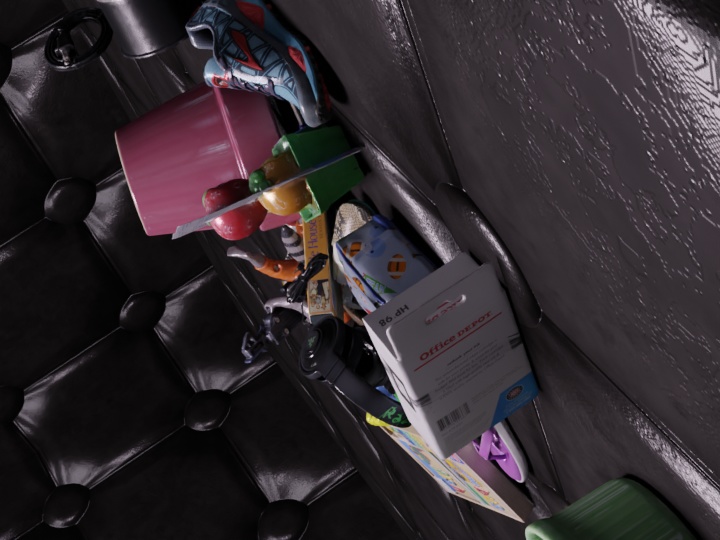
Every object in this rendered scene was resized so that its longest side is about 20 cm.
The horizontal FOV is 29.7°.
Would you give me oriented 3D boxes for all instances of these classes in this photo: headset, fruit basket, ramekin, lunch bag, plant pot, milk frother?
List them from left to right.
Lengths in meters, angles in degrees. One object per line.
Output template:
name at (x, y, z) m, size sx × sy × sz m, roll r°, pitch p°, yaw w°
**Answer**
milk frother at (-0.317, -0.347, 1.612) m, size 0.188 × 0.200 × 0.181 m, roll 62°, pitch 173°, yaw -32°
plant pot at (-0.180, -0.127, 1.574) m, size 0.200 × 0.178 × 0.201 m, roll 162°, pitch 90°, yaw -86°
fruit basket at (-0.103, -0.085, 1.404) m, size 0.185 × 0.199 × 0.094 m, roll 167°, pitch 84°, yaw -81°
headset at (-0.007, 0.072, 1.360) m, size 0.200 × 0.094 × 0.123 m, roll 44°, pitch -166°, yaw 31°
lunch bag at (0.056, 0.041, 1.398) m, size 0.200 × 0.075 × 0.160 m, roll 50°, pitch 172°, yaw 30°
ramekin at (0.239, 0.275, 1.161) m, size 0.200 × 0.098 × 0.200 m, roll 54°, pitch 171°, yaw 13°

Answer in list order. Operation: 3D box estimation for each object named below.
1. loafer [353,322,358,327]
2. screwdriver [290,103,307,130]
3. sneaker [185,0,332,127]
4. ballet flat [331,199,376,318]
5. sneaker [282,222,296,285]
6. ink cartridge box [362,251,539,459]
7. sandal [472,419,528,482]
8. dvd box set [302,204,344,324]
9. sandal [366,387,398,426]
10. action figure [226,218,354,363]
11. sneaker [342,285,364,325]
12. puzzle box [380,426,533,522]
loafer at (0.010, 0.064, 1.779) m, size 0.071 × 0.073 × 0.200 m, roll 26°, pitch -162°, yaw -44°
screwdriver at (-0.064, -0.167, 1.454) m, size 0.029 × 0.028 × 0.200 m, roll 18°, pitch 153°, yaw 22°
sneaker at (-0.102, -0.195, 1.326) m, size 0.200 × 0.095 × 0.079 m, roll 51°, pitch 170°, yaw 33°
ballet flat at (0.000, 0.000, 1.532) m, size 0.068 × 0.075 × 0.200 m, roll 24°, pitch 159°, yaw 19°
sneaker at (-0.070, -0.006, 1.870) m, size 0.078 × 0.082 × 0.200 m, roll 49°, pitch 168°, yaw 39°
ink cartridge box at (0.079, 0.066, 1.223) m, size 0.067 × 0.116 × 0.200 m, roll 49°, pitch 168°, yaw 43°
sandal at (0.128, 0.167, 1.525) m, size 0.203 × 0.050 × 0.082 m, roll 61°, pitch 170°, yaw -30°
dvd box set at (-0.043, -0.013, 1.570) m, size 0.146 × 0.029 × 0.201 m, roll 75°, pitch -170°, yaw -66°
sandal at (0.039, 0.120, 1.489) m, size 0.200 × 0.079 × 0.087 m, roll -153°, pitch 62°, yaw -79°
action figure at (-0.078, 0.026, 1.690) m, size 0.104 × 0.200 × 0.194 m, roll 2°, pitch 138°, yaw 52°
sneaker at (0.052, 0.083, 1.649) m, size 0.200 × 0.070 × 0.076 m, roll 55°, pitch -169°, yaw 30°
puzzle box at (0.113, 0.233, 1.644) m, size 0.133 × 0.025 × 0.200 m, roll 14°, pitch 155°, yaw 45°
